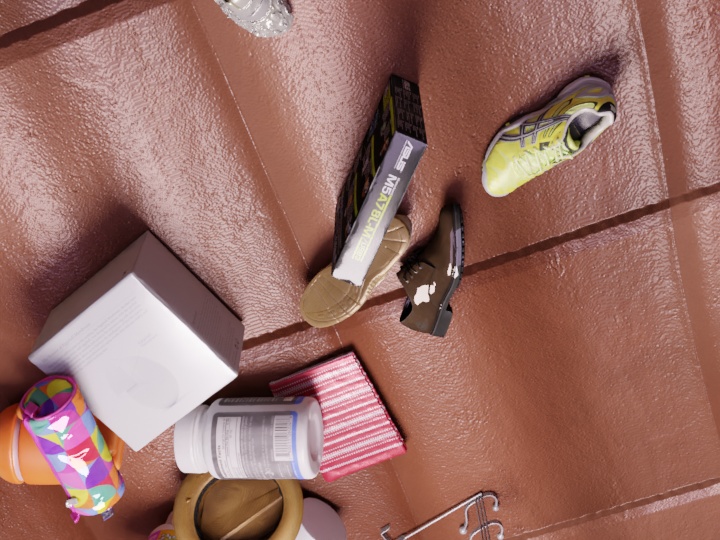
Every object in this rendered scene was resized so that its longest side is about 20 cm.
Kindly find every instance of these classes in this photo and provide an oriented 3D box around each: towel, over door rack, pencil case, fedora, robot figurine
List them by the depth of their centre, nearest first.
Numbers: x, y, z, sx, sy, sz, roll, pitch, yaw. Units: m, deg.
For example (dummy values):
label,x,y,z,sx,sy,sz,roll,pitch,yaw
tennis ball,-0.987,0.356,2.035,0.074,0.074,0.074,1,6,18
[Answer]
label,x,y,z,sx,sy,sz,roll,pitch,yaw
pencil case,-0.375,0.235,1.293,0.087,0.089,0.203,-11,123,4
robot figurine,-0.440,0.245,1.410,0.196,0.144,0.119,0,85,-2
towel,-0.030,0.219,1.463,0.142,0.023,0.202,-22,116,12
fedora,-0.180,0.363,1.485,0.196,0.205,0.082,-4,164,0
over door rack,0.130,0.433,1.517,0.197,0.148,0.067,-22,113,10

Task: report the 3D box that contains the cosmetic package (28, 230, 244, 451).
label,x,y,z,sx,sy,sz,roll,pitch,yaw
cosmetic package,-0.295,0.095,1.327,0.198,0.124,0.200,-35,115,17

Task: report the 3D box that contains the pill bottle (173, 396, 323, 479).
label,x,y,z,sx,sy,sz,roll,pitch,yaw
pill bottle,-0.158,0.239,1.409,0.196,0.114,0.116,-2,120,12

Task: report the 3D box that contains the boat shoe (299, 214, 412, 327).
label,x,y,z,sx,sy,sz,roll,pitch,yaw
boat shoe,0.000,0.000,1.314,0.200,0.069,0.074,-42,88,24

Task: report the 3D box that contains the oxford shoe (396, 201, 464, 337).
label,x,y,z,sx,sy,sz,roll,pitch,yaw
oxford shoe,0.092,0.000,1.317,0.083,0.073,0.203,9,118,-5

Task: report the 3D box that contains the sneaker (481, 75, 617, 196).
label,x,y,z,sx,sy,sz,roll,pitch,yaw
sneaker,0.231,-0.162,1.230,0.199,0.077,0.075,-41,115,20

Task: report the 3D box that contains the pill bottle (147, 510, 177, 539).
label,x,y,z,sx,sy,sz,roll,pitch,yaw
pill bottle,-0.286,0.452,1.475,0.102,0.201,0.106,5,122,8

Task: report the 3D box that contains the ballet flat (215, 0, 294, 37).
label,x,y,z,sx,sy,sz,roll,pitch,yaw
ballet flat,-0.156,-0.337,1.126,0.071,0.072,0.200,-37,115,17

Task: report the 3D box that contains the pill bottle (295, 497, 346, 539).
label,x,y,z,sx,sy,sz,roll,pitch,yaw
pill bottle,-0.114,0.455,1.538,0.112,0.114,0.201,30,114,-18

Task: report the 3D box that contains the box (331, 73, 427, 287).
label,x,y,z,sx,sy,sz,roll,pitch,yaw
box,0.020,-0.111,1.180,0.047,0.201,0.195,22,116,-11
